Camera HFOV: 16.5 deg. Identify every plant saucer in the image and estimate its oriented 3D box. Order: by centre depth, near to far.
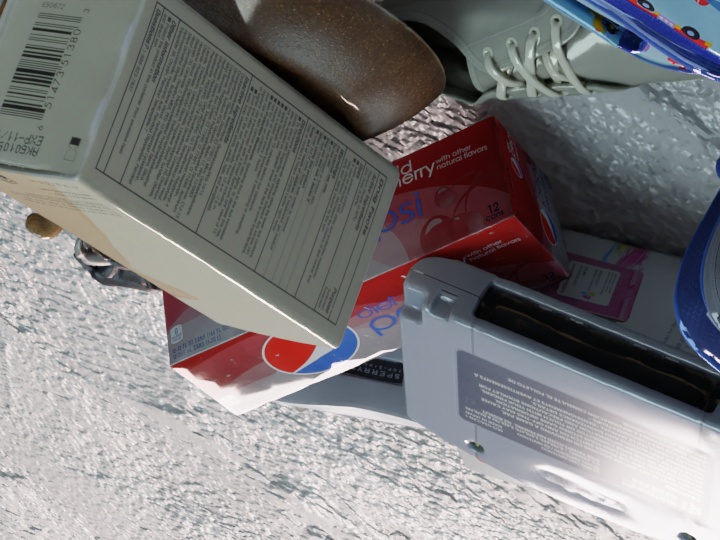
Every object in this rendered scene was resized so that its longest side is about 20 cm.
[{"bbox_3d":[-0.061,-0.100,1.116,0.199,0.037,0.200,17,167,4],"label":"plant saucer"}]

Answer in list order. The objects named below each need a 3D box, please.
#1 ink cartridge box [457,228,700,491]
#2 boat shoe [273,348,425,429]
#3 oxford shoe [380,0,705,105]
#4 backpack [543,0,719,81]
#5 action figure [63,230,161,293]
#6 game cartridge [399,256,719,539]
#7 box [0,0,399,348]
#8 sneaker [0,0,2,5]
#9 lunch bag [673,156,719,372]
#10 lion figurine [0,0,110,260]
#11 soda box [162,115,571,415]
[{"bbox_3d":[0.136,0.058,1.283,0.199,0.085,0.145,16,148,32],"label":"ink cartridge box"},{"bbox_3d":[-0.012,0.048,1.436,0.201,0.075,0.086,12,173,2],"label":"boat shoe"},{"bbox_3d":[0.085,-0.101,1.103,0.199,0.058,0.075,7,142,38],"label":"oxford shoe"},{"bbox_3d":[0.112,-0.149,0.913,0.182,0.135,0.200,34,156,0],"label":"backpack"},{"bbox_3d":[-0.109,-0.044,1.346,0.102,0.119,0.200,30,161,-15],"label":"action figure"},{"bbox_3d":[0.114,0.072,1.200,0.199,0.042,0.133,23,154,17],"label":"game cartridge"},{"bbox_3d":[-0.074,-0.046,1.074,0.077,0.095,0.200,10,163,36],"label":"box"},{"bbox_3d":[-0.194,-0.141,1.177,0.082,0.200,0.074,31,120,16],"label":"sneaker"},{"bbox_3d":[0.228,0.011,1.047,0.200,0.136,0.132,41,152,-15],"label":"lunch bag"},{"bbox_3d":[-0.181,-0.107,1.303,0.200,0.123,0.072,36,-172,8],"label":"lion figurine"},{"bbox_3d":[0.000,0.000,1.241,0.199,0.064,0.070,-24,143,19],"label":"soda box"}]
